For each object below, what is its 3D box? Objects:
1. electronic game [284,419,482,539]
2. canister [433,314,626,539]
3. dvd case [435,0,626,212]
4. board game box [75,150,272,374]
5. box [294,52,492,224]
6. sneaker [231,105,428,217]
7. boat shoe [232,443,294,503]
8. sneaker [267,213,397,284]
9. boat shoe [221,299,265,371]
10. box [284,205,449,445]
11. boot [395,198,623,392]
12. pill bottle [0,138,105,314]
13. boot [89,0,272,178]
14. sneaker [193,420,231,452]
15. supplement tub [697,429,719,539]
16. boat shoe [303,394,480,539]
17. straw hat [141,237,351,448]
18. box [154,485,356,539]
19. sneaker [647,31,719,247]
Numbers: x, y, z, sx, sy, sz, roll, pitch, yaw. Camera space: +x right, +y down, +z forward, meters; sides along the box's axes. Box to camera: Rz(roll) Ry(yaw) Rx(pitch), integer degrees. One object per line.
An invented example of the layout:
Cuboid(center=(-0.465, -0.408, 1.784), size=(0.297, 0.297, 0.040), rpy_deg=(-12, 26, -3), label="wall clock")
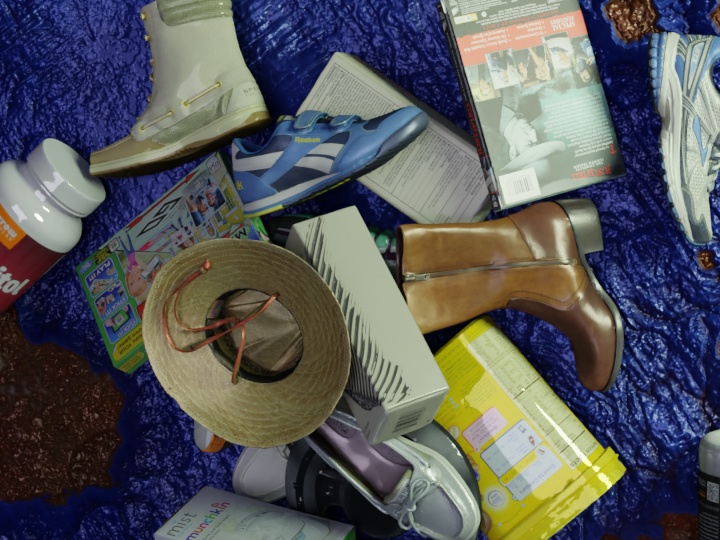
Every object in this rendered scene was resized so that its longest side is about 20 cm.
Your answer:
Cuboid(center=(0.020, 0.216, 1.521), size=(0.200, 0.042, 0.200), rpy_deg=(6, 107, 22), label="electronic game")
Cuboid(center=(0.133, 0.160, 1.525), size=(0.149, 0.087, 0.200), rpy_deg=(-42, 82, 16), label="canister")
Cuboid(center=(0.159, -0.167, 1.477), size=(0.146, 0.022, 0.200), rpy_deg=(-17, 90, -25), label="dvd case")
Cuboid(center=(-0.186, -0.009, 1.591), size=(0.200, 0.029, 0.135), rpy_deg=(-38, 54, 14), label="board game box")
Cuboid(center=(0.041, -0.116, 1.528), size=(0.200, 0.078, 0.095), rpy_deg=(37, 103, 9), label="box")
Cuboid(center=(-0.034, -0.116, 1.471), size=(0.200, 0.074, 0.082), rpy_deg=(-22, 88, 17), label="sneaker")
Cuboid(center=(-0.054, 0.169, 1.583), size=(0.200, 0.066, 0.072), rpy_deg=(-34, 86, 15), label="boat shoe")
Cuboid(center=(0.000, 0.000, 1.553), size=(0.200, 0.074, 0.088), rpy_deg=(11, 102, 13), label="sneaker")
Cuboid(center=(-0.110, 0.074, 1.527), size=(0.073, 0.063, 0.201), rpy_deg=(-24, 113, -14), label="boat shoe")
Cuboid(center=(0.002, 0.048, 1.436), size=(0.068, 0.082, 0.200), rpy_deg=(-18, 65, -22), label="box")
Cuboid(center=(0.137, 0.036, 1.467), size=(0.200, 0.068, 0.189), rpy_deg=(-11, 99, -20), label="boot")
Cuboid(center=(-0.359, -0.038, 1.621), size=(0.200, 0.113, 0.113), rpy_deg=(-41, 84, 14), label="pill bottle")
Cuboid(center=(-0.198, -0.184, 1.589), size=(0.200, 0.072, 0.155), rpy_deg=(-19, 86, 21), label="boot")
Cuboid(center=(-0.148, 0.081, 1.601), size=(0.092, 0.076, 0.200), rpy_deg=(8, 84, 25), label="sneaker")
Cuboid(center=(0.368, 0.249, 1.451), size=(0.122, 0.123, 0.200), rpy_deg=(2, 95, 14), label="supplement tub")
Cuboid(center=(0.020, 0.180, 1.450), size=(0.202, 0.065, 0.074), rpy_deg=(43, 116, 7), label="boat shoe")
Cuboid(center=(-0.089, 0.054, 1.439), size=(0.201, 0.085, 0.202), rpy_deg=(4, 101, 18), label="straw hat")
Cuboid(center=(-0.094, 0.330, 1.546), size=(0.176, 0.097, 0.200), rpy_deg=(11, 120, 26), label="box")
Cuboid(center=(0.314, -0.122, 1.460), size=(0.085, 0.077, 0.200), rpy_deg=(-7, 94, 11), label="sneaker")
